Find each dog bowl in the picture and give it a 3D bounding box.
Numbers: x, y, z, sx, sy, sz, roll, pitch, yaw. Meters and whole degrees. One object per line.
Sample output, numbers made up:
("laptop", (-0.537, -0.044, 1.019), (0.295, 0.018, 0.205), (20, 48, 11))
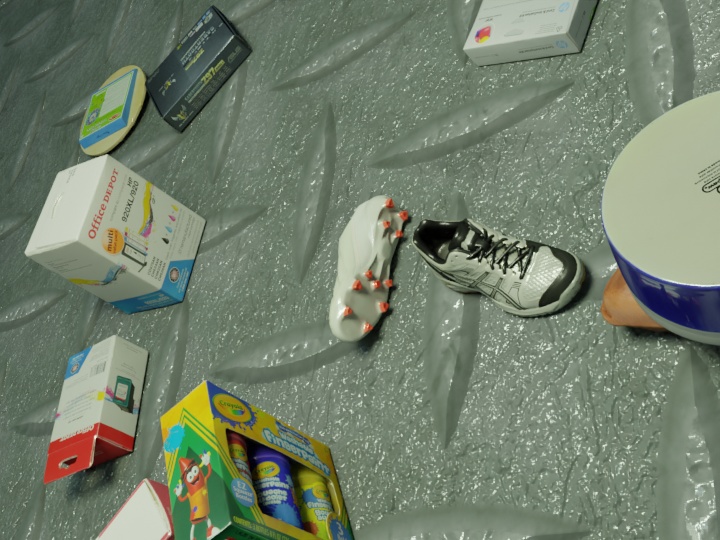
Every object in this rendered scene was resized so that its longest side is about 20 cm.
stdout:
("dog bowl", (0.295, -0.046, 0.705), (0.198, 0.079, 0.202), (-20, 45, 22))

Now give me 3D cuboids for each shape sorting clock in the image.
("shape sorting clock", (-0.492, -0.317, 1.786), (0.198, 0.039, 0.202), (-23, 50, 30))

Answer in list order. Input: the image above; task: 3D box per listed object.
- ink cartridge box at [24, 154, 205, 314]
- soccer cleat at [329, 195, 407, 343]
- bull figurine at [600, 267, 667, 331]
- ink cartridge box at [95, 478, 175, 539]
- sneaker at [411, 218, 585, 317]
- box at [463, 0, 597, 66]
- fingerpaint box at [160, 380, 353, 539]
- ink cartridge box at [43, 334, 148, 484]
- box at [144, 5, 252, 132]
("ink cartridge box", (-0.366, -0.051, 1.353), (0.143, 0.199, 0.149), (-11, 56, 39))
("soccer cleat", (0.000, 0.000, 1.068), (0.077, 0.069, 0.202), (-14, 47, 44))
("bull figurine", (0.301, 0.013, 0.759), (0.198, 0.065, 0.123), (7, 61, 40))
("ink cartridge box", (-0.178, 0.316, 0.916), (0.147, 0.199, 0.083), (-51, 44, 3))
("sneaker", (0.132, -0.009, 0.923), (0.198, 0.087, 0.076), (9, 68, 46))
("box", (0.226, -0.354, 1.104), (0.155, 0.041, 0.202), (4, 65, 46))
("fingerpaint box", (-0.097, 0.227, 0.897), (0.073, 0.199, 0.168), (-38, 42, 16))
("ink cartridge box", (-0.379, 0.209, 1.290), (0.115, 0.067, 0.202), (-24, 49, 32))
("box", (-0.296, -0.367, 1.619), (0.200, 0.051, 0.158), (-46, 42, 10))
